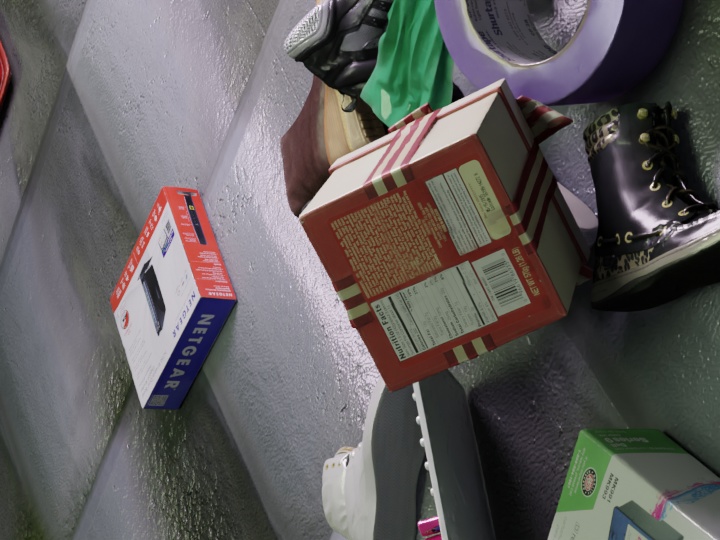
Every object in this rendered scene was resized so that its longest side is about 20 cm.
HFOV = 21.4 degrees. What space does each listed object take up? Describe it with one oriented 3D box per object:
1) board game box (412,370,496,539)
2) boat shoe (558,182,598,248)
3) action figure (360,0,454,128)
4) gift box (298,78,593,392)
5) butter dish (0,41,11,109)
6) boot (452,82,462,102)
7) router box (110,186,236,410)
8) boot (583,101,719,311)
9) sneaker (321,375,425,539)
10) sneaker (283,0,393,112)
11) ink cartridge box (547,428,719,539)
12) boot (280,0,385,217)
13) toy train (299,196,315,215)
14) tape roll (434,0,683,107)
[{"bbox_3d":[0.073,0.170,1.623,0.026,0.200,0.202,-15,66,12],"label":"board game box"},{"bbox_3d":[0.135,-0.059,1.648,0.200,0.072,0.069,45,122,41],"label":"boat shoe"},{"bbox_3d":[0.062,-0.211,1.677,0.118,0.054,0.201,39,132,32],"label":"action figure"},{"bbox_3d":[0.086,-0.031,1.498,0.187,0.198,0.186,-61,-51,-68],"label":"gift box"},{"bbox_3d":[-0.633,-0.292,2.917,0.201,0.147,0.200,-63,38,33],"label":"butter dish"},{"bbox_3d":[0.056,-0.059,1.791,0.201,0.065,0.165,-57,47,28],"label":"boot"},{"bbox_3d":[-0.226,0.033,2.270,0.201,0.048,0.180,-60,39,37],"label":"router box"},{"bbox_3d":[0.238,-0.064,1.456,0.203,0.073,0.155,-31,59,56],"label":"boot"},{"bbox_3d":[0.007,0.172,1.826,0.115,0.073,0.202,22,106,55],"label":"sneaker"},{"bbox_3d":[0.030,-0.243,1.840,0.200,0.114,0.076,-40,5,13],"label":"sneaker"},{"bbox_3d":[0.229,0.226,1.423,0.200,0.087,0.147,40,120,53],"label":"ink cartridge box"},{"bbox_3d":[-0.044,-0.173,1.957,0.166,0.072,0.202,-35,60,51],"label":"boot"},{"bbox_3d":[0.000,0.000,1.777,0.046,0.034,0.201,-46,52,21],"label":"toy train"},{"bbox_3d":[0.159,-0.234,1.547,0.199,0.085,0.202,9,103,44],"label":"tape roll"}]
